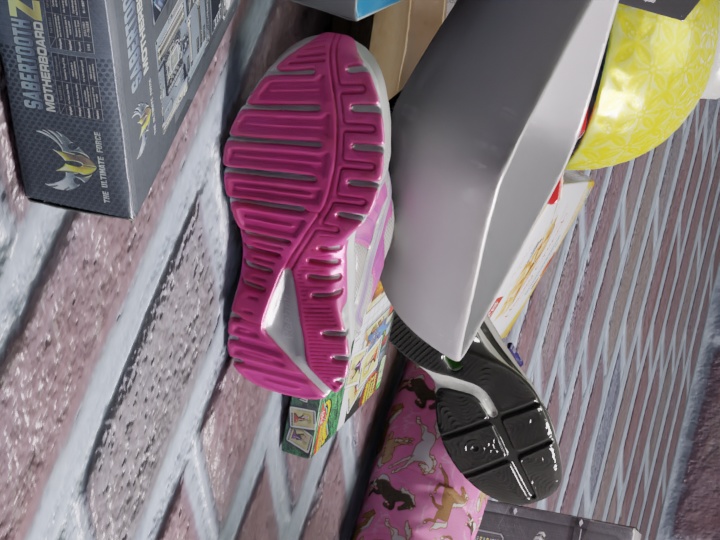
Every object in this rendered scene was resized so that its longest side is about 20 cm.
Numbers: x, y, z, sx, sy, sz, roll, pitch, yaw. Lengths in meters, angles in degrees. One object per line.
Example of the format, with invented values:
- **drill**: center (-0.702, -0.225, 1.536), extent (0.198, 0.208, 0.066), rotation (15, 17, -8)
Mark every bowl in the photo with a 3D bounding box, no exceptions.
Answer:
- **bowl**: center (0.193, -0.160, 1.693), extent (0.200, 0.107, 0.201), rotation (-173, -90, -81)
- **bowl**: center (0.068, -0.075, 1.360), extent (0.200, 0.074, 0.200), rotation (98, 19, -54)

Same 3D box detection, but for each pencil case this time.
- **pencil case**: center (0.053, 0.136, 1.693), extent (0.083, 0.086, 0.200), rotation (77, 26, -49)

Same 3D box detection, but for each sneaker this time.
- **sneaker**: center (0.080, 0.050, 1.654), extent (0.201, 0.075, 0.115), rotation (59, 24, -20)
- **sneaker**: center (-0.024, -0.038, 1.279), extent (0.088, 0.081, 0.201), rotation (-65, 168, -54)

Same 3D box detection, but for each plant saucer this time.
- **plant saucer**: center (0.016, -0.135, 1.472), extent (0.200, 0.029, 0.201), rotation (10, 90, -77)

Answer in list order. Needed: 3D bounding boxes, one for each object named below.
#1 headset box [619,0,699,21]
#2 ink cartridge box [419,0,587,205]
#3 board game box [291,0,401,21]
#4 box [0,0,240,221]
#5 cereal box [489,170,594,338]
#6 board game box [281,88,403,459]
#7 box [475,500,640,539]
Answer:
- **headset box**: center (0.133, -0.241, 1.475), extent (0.075, 0.148, 0.201), rotation (-53, -145, 43)
- **ink cartridge box**: center (0.091, -0.151, 1.591), extent (0.067, 0.116, 0.201), rotation (-34, 133, -76)
- **board game box**: center (0.021, -0.243, 1.247), extent (0.147, 0.064, 0.201), rotation (-30, 131, -47)
- **box**: center (-0.090, -0.144, 0.952), extent (0.200, 0.051, 0.158), rotation (87, 17, -46)
- **cereal box**: center (0.110, -0.011, 1.851), extent (0.144, 0.039, 0.200), rotation (-60, 171, 10)
- **board game box**: center (0.000, 0.000, 1.431), extent (0.105, 0.023, 0.201), rotation (-40, 147, -55)
- **box**: center (0.111, 0.274, 1.858), extent (0.048, 0.158, 0.201), rotation (45, 54, -74)
